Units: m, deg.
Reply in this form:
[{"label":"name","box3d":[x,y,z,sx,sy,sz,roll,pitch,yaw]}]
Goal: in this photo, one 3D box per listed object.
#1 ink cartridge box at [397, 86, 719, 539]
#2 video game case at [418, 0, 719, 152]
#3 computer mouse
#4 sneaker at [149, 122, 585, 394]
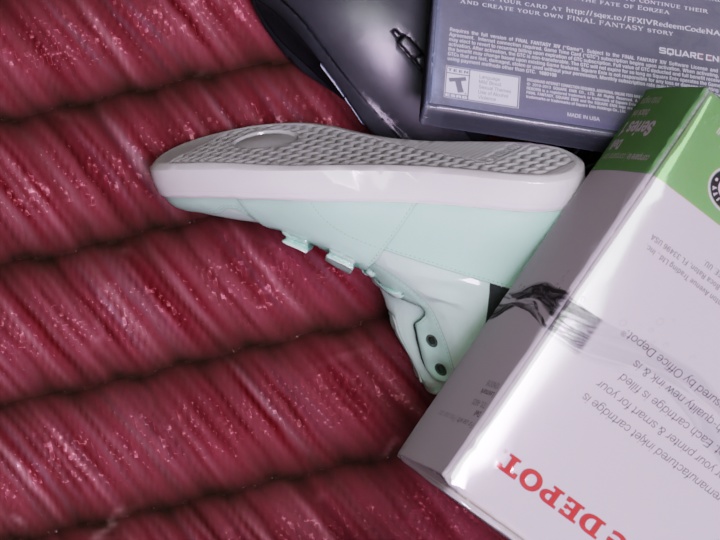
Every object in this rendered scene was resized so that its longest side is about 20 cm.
[{"label":"ink cartridge box","box3d":[0.132,0.044,1.230,0.146,0.084,0.200,37,84,-15]},{"label":"video game case","box3d":[0.104,-0.143,1.325,0.143,0.019,0.200,8,59,-6]},{"label":"computer mouse","box3d":[0.053,-0.105,1.334,0.140,0.046,0.200,-39,89,-7]},{"label":"sneaker","box3d":[0.000,0.000,1.303,0.200,0.074,0.118,6,112,15]}]
